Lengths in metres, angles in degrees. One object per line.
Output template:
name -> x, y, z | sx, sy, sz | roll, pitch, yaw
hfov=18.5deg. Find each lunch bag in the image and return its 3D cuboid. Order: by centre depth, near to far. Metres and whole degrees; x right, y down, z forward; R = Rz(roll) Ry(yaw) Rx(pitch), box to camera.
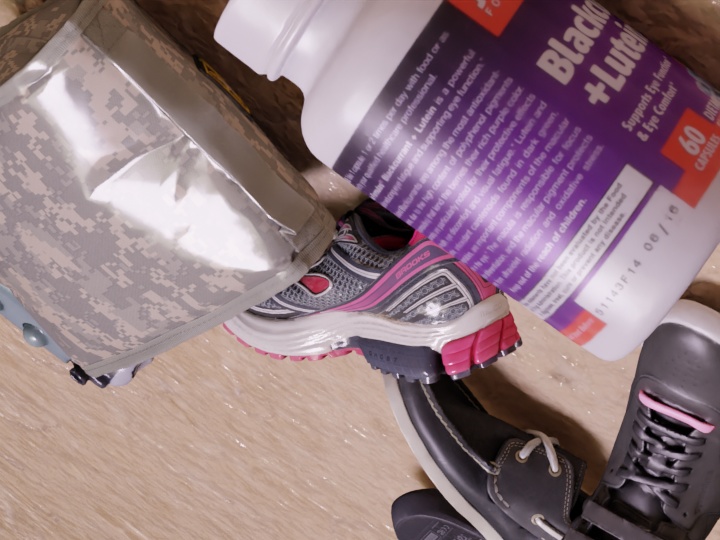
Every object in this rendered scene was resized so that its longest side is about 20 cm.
lunch bag -> -0.113, -0.052, 1.062 | 0.164, 0.118, 0.200 | 46, 149, -18

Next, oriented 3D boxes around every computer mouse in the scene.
computer mouse -> 0.106, 0.186, 1.333 | 0.199, 0.034, 0.059 | 33, 139, -8

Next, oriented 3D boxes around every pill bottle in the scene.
pill bottle -> 0.047, -0.065, 0.848 | 0.199, 0.112, 0.111 | 35, 156, -1

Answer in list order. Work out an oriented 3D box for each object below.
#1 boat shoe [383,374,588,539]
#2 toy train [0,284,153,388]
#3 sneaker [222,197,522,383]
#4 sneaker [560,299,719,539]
boat shoe -> 0.086, 0.109, 1.176 | 0.067, 0.072, 0.200 | -34, 106, 21
toy train -> -0.177, -0.024, 1.203 | 0.200, 0.114, 0.085 | 38, 156, -7
sneaker -> 0.000, 0.000, 1.086 | 0.199, 0.080, 0.075 | 5, 114, 47
sneaker -> 0.142, 0.097, 1.036 | 0.070, 0.099, 0.200 | 28, 154, 18
